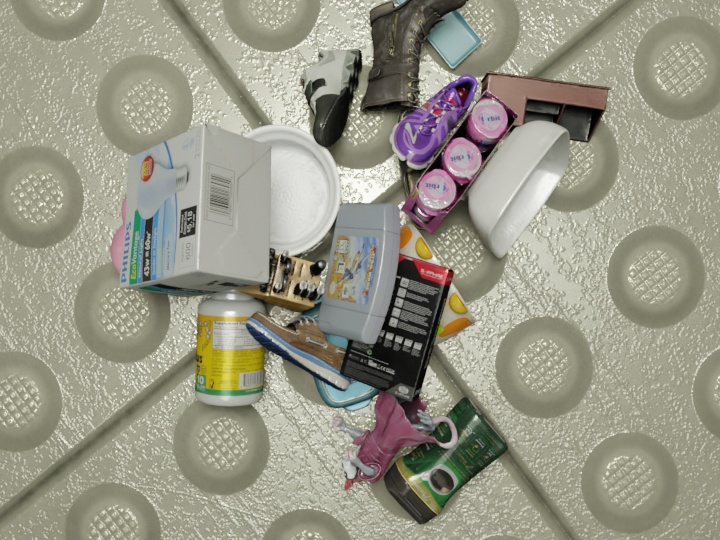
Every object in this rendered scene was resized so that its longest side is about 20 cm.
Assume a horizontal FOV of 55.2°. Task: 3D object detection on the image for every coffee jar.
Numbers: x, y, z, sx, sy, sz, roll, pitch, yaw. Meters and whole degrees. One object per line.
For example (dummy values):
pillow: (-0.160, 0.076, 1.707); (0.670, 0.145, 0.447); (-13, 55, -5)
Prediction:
coffee jar: (0.135, 0.310, 1.118); (0.200, 0.085, 0.105); (-42, 102, 1)

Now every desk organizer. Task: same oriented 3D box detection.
desk organizer: (0.291, -0.262, 1.113); (0.195, 0.072, 0.079); (8, 94, 1)

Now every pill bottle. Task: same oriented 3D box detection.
pill bottle: (-0.207, 0.105, 1.105); (0.110, 0.113, 0.205); (3, 92, 1)

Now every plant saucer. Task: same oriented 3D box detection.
plant saucer: (0.113, -0.430, 1.137); (0.070, 0.019, 0.201); (-40, 91, 1)

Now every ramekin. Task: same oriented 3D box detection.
ramekin: (-0.127, -0.124, 1.107); (0.196, 0.098, 0.205); (0, 92, 1)

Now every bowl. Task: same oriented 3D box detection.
bowl: (0.237, -0.131, 1.063); (0.074, 0.200, 0.201); (38, 91, 20)

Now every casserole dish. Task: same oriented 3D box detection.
casserole dish: (-0.031, 0.137, 1.142); (0.119, 0.039, 0.204); (-17, 92, 2)

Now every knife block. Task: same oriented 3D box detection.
knife block: (-0.088, 0.021, 1.032); (0.173, 0.199, 0.065); (8, 79, 33)

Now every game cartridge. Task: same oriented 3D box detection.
game cartridge: (0.000, 0.000, 1.015); (0.041, 0.132, 0.205); (12, 87, -33)

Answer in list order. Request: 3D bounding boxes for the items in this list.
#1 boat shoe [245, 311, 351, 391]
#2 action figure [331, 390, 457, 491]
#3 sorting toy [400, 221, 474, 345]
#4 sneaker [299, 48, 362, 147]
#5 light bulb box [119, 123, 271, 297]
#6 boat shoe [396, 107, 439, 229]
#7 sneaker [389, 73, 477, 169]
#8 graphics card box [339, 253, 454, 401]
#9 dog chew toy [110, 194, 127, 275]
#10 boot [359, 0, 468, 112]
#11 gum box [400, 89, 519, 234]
boat shoe: (-0.089, 0.111, 1.079); (0.199, 0.072, 0.073); (37, 70, -25)
action figure: (0.037, 0.276, 1.102); (0.147, 0.135, 0.202); (25, 111, -17)
sorting toy: (0.063, 0.055, 1.106); (0.179, 0.107, 0.202); (-34, 91, 3)
sneaker: (-0.060, -0.275, 1.090); (0.087, 0.075, 0.203); (9, 54, 8)
light bulb box: (-0.234, -0.074, 0.975); (0.197, 0.124, 0.203); (-10, 75, 41)
boat shoe: (0.099, -0.169, 1.119); (0.072, 0.065, 0.205); (-10, 90, 2)
sneaker: (0.116, -0.241, 1.071); (0.080, 0.083, 0.201); (38, 62, -3)
graphics card box: (0.055, 0.079, 1.035); (0.123, 0.051, 0.204); (16, 93, 19)
dog chew toy: (-0.330, -0.080, 1.104); (0.122, 0.125, 0.205); (4, 84, 1)
boot: (0.085, -0.339, 1.078); (0.197, 0.069, 0.178); (-7, 77, 39)
gum box: (0.144, -0.155, 1.036); (0.066, 0.114, 0.201); (36, 77, 2)
